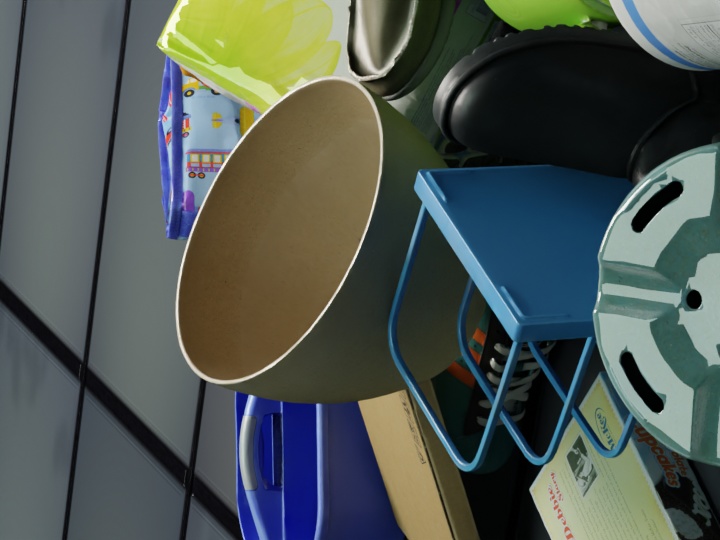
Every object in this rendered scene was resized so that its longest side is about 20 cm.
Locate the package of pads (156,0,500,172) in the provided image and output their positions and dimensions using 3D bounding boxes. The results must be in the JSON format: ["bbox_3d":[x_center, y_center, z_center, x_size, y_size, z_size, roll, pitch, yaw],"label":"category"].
[{"bbox_3d":[-0.019,-0.161,1.790,0.200,0.068,0.155,30,96,24],"label":"package of pads"}]

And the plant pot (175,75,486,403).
[{"bbox_3d":[0.000,0.000,1.678,0.200,0.134,0.201,-37,40,38],"label":"plant pot"}]

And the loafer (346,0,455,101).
[{"bbox_3d":[0.017,-0.205,1.690,0.075,0.069,0.201,9,92,47],"label":"loafer"}]

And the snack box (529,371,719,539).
[{"bbox_3d":[0.171,0.173,1.657,0.116,0.037,0.200,-63,38,41],"label":"snack box"}]

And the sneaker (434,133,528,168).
[{"bbox_3d":[0.048,-0.037,1.849,0.090,0.078,0.201,-117,37,-46],"label":"sneaker"}]

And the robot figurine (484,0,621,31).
[{"bbox_3d":[0.138,-0.201,1.627,0.200,0.115,0.176,-6,73,62],"label":"robot figurine"}]

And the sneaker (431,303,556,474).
[{"bbox_3d":[0.090,0.044,1.775,0.080,0.071,0.201,26,119,54],"label":"sneaker"}]

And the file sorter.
[{"bbox_3d":[0.133,0.028,1.557,0.139,0.199,0.123,58,142,45],"label":"file sorter"}]

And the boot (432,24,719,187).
[{"bbox_3d":[0.158,-0.058,1.510,0.168,0.199,0.077,-116,30,-44],"label":"boot"}]

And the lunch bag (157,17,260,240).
[{"bbox_3d":[-0.060,-0.081,1.910,0.200,0.150,0.094,-97,14,-53],"label":"lunch bag"}]

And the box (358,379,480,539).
[{"bbox_3d":[0.033,0.118,1.836,0.163,0.021,0.201,-134,23,-62],"label":"box"}]

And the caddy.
[{"bbox_3d":[-0.040,0.130,1.987,0.141,0.105,0.201,-3,87,61],"label":"caddy"}]

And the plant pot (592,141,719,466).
[{"bbox_3d":[0.223,0.011,1.314,0.200,0.196,0.201,3,96,37],"label":"plant pot"}]

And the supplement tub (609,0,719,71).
[{"bbox_3d":[0.228,-0.174,1.442,0.200,0.131,0.133,-1,90,63],"label":"supplement tub"}]

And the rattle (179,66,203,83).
[{"bbox_3d":[-0.006,-0.147,1.839,0.200,0.142,0.131,43,138,36],"label":"rattle"}]
